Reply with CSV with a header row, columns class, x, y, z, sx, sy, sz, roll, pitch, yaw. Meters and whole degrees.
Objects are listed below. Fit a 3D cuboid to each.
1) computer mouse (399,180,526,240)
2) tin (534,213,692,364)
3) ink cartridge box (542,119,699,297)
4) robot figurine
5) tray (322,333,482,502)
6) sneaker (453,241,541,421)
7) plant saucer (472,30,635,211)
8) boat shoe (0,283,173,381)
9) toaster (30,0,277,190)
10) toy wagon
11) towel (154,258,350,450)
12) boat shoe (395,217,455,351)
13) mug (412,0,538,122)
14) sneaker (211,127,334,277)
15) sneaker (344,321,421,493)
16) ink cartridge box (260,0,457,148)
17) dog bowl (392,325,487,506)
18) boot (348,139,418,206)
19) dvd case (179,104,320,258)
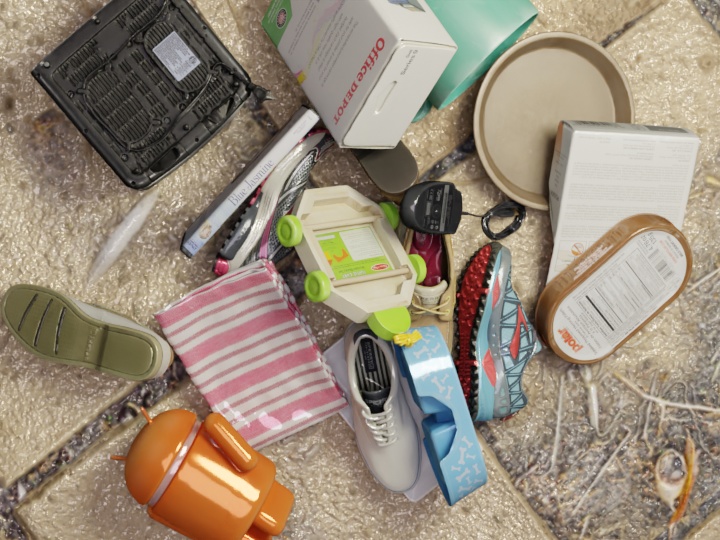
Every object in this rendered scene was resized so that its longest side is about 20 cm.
class,x,y,z,sx,sy,sz,roll,pitch,yaw
computer mouse,0.111,-0.065,1.559,0.198,0.034,0.059,5,95,-45
tin,0.288,0.022,1.596,0.200,0.042,0.112,-41,112,3
ink cartridge box,0.290,-0.067,1.608,0.160,0.050,0.203,2,113,-16
robot figurine,-0.170,0.226,1.527,0.199,0.144,0.117,32,71,-6
tray,0.038,0.154,1.590,0.107,0.022,0.201,-38,94,10
sneaker,0.158,0.069,1.598,0.094,0.079,0.203,3,94,-24
plant saucer,0.217,-0.169,1.600,0.197,0.029,0.203,-2,98,-16
boat shoe,-0.297,0.071,1.536,0.198,0.068,0.076,23,93,14
toaster,-0.223,-0.196,1.518,0.181,0.119,0.200,-42,94,-4
toy wagon,0.000,0.000,1.497,0.154,0.040,0.202,-9,65,-42
towel,-0.118,0.100,1.541,0.145,0.030,0.202,-25,108,10
boat shoe,0.071,0.022,1.580,0.073,0.066,0.203,-5,91,-7
mug,0.091,-0.259,1.539,0.185,0.152,0.115,-42,88,-4
sneaker,-0.085,-0.068,1.556,0.074,0.081,0.201,31,91,-6
sneaker,0.018,0.154,1.545,0.072,0.071,0.203,-15,98,8
ink cartridge box,-0.006,-0.248,1.484,0.087,0.146,0.201,-1,48,-38
dog bowl,0.087,0.152,1.522,0.049,0.111,0.202,-19,98,-4
boot,0.005,-0.157,1.572,0.073,0.076,0.202,-27,71,0
dvd case,-0.120,-0.099,1.508,0.018,0.143,0.200,42,92,-10
